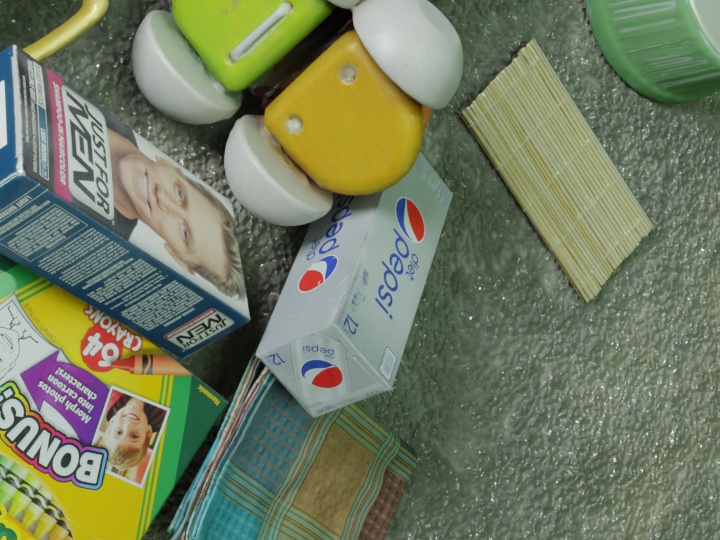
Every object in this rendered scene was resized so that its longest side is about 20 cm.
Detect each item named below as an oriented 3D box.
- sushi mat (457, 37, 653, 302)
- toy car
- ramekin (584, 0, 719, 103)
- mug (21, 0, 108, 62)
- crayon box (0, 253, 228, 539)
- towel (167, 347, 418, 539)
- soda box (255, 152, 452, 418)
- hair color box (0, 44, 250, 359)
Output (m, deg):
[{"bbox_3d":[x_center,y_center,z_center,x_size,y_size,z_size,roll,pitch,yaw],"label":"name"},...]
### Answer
[{"bbox_3d":[0.158,-0.077,1.228,0.096,0.012,0.200,-48,116,-25],"label":"sushi mat"},{"bbox_3d":[-0.034,-0.144,1.017,0.200,0.175,0.150,47,23,-7],"label":"toy car"},{"bbox_3d":[0.284,-0.239,1.262,0.199,0.098,0.201,0,90,-35],"label":"ramekin"},{"bbox_3d":[-0.232,-0.214,0.871,0.153,0.149,0.187,-37,81,-20],"label":"mug"},{"bbox_3d":[-0.204,0.095,0.944,0.200,0.058,0.173,42,69,-29],"label":"crayon box"},{"bbox_3d":[-0.036,0.150,1.056,0.200,0.022,0.147,42,68,-47],"label":"towel"},{"bbox_3d":[0.000,0.000,1.037,0.063,0.068,0.200,49,37,-25],"label":"soda box"},{"bbox_3d":[-0.153,-0.036,0.926,0.200,0.060,0.100,37,32,-46],"label":"hair color box"}]
